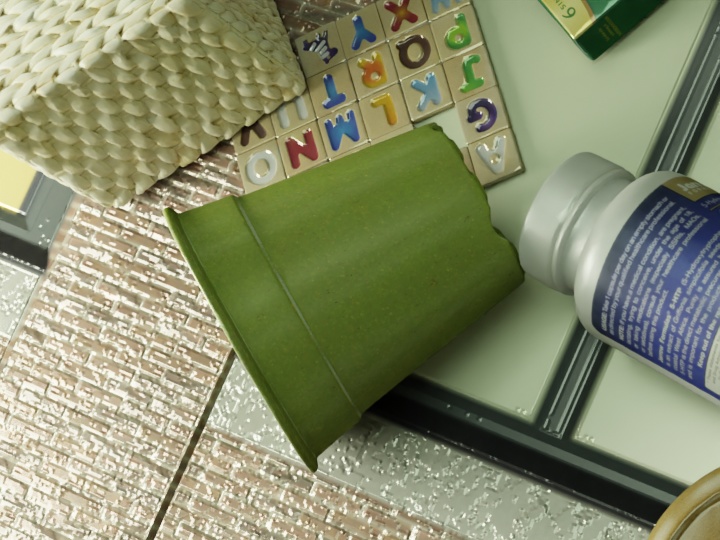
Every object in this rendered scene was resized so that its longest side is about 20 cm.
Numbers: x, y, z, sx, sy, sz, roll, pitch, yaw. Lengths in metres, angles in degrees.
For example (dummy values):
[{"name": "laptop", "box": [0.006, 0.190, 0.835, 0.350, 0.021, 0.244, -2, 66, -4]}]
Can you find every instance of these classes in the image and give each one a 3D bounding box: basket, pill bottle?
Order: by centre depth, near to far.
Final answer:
[{"name": "pill bottle", "box": [0.204, 0.006, 1.665, 0.200, 0.120, 0.120, 30, 88, 28]}, {"name": "basket", "box": [-0.174, -0.176, 1.849, 0.198, 0.200, 0.161, -31, 63, 14]}]

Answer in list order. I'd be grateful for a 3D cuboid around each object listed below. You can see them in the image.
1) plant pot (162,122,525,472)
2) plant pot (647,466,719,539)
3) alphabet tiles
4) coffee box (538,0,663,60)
[{"name": "plant pot", "box": [0.000, 0.000, 1.741, 0.190, 0.200, 0.200, -30, 63, -1]}, {"name": "plant pot", "box": [0.257, 0.206, 1.631, 0.199, 0.027, 0.201, -8, 70, 22]}, {"name": "alphabet tiles", "box": [0.003, -0.105, 1.857, 0.199, 0.008, 0.168, -23, 66, 16]}, {"name": "coffee box", "box": [0.193, -0.252, 1.796, 0.200, 0.044, 0.123, -40, 62, 8]}]
